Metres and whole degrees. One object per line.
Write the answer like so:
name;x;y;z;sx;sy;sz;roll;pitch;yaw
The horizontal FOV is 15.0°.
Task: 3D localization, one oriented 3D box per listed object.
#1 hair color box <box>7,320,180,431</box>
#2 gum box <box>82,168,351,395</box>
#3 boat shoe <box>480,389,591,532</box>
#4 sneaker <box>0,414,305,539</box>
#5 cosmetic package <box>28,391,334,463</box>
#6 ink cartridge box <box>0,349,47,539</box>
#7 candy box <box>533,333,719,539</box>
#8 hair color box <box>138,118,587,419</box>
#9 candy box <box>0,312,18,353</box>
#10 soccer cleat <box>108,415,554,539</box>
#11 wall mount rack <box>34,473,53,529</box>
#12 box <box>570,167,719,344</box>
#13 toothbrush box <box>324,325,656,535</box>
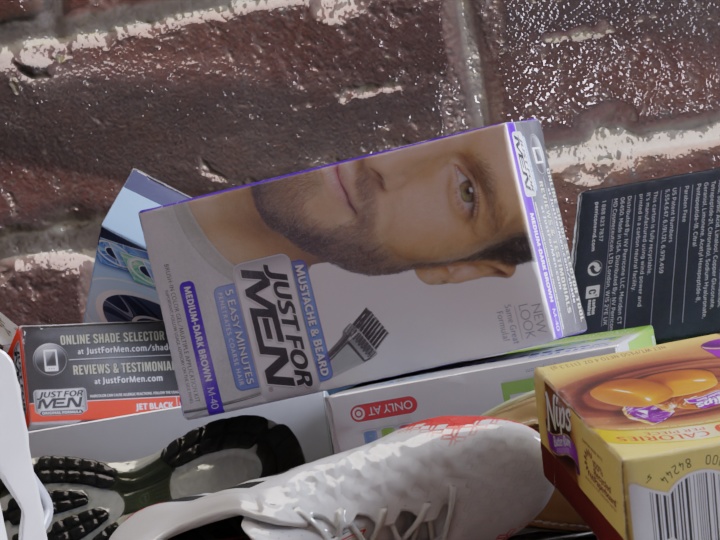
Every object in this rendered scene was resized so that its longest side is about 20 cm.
hair color box;-0.161;0.090;1.587;0.101;0.061;0.200;-2;-21;-15
gum box;-0.073;0.036;1.569;0.170;0.045;0.200;27;-26;2
boat shoe;0.127;0.085;1.214;0.200;0.072;0.076;-10;11;21
sneaker;-0.113;0.138;1.405;0.200;0.077;0.089;-11;-32;12
cosmetic package;-0.105;0.115;1.504;0.200;0.052;0.151;-10;-14;4
ink cartridge box;-0.211;0.100;0.946;0.200;0.129;0.125;-10;9;9
candy box;0.183;0.064;1.110;0.200;0.057;0.117;-11;19;-10
hair color box;0.000;0.000;1.348;0.200;0.109;0.065;-13;-1;19
candy box;-0.283;0.097;1.553;0.200;0.072;0.168;-51;-2;1
soccer cleat;-0.014;0.111;1.152;0.200;0.069;0.085;-13;8;5
wall mount rack;-0.219;0.143;1.122;0.200;0.075;0.174;-11;32;38
box;0.236;0.018;1.514;0.200;0.107;0.148;-11;-31;32
toothbrush box;0.076;0.084;1.376;0.146;0.086;0.200;-10;1;11
